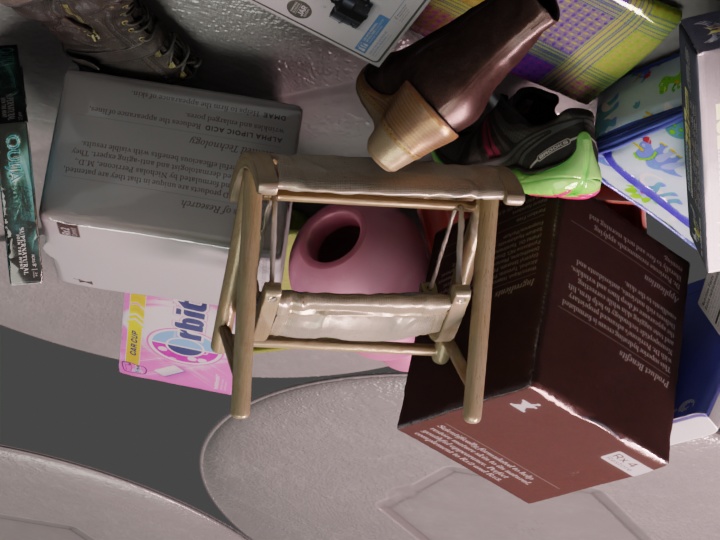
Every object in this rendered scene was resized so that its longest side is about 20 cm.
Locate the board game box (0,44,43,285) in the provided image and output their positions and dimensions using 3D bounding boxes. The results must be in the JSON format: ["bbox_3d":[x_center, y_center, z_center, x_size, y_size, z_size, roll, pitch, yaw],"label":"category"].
[{"bbox_3d":[-0.279,-0.089,1.549,0.028,0.200,0.135,-6,115,-9],"label":"board game box"}]

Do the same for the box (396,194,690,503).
[{"bbox_3d":[0.156,0.061,1.611,0.166,0.200,0.164,32,145,-30],"label":"box"}]

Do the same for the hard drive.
[{"bbox_3d":[0.286,0.076,1.663,0.132,0.200,0.025,-23,116,46],"label":"hard drive"}]

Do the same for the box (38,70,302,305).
[{"bbox_3d":[-0.156,-0.061,1.608,0.200,0.131,0.199,9,164,-2],"label":"box"}]

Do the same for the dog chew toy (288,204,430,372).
[{"bbox_3d":[0.020,0.022,1.711,0.124,0.125,0.200,-5,147,28],"label":"dog chew toy"}]

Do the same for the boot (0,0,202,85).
[{"bbox_3d":[-0.178,-0.203,1.496,0.200,0.069,0.174,-3,154,32],"label":"boot"}]

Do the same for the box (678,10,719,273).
[{"bbox_3d":[0.314,-0.102,1.376,0.157,0.051,0.200,-13,128,-1],"label":"box"}]

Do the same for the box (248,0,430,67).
[{"bbox_3d":[-0.045,-0.236,1.352,0.200,0.060,0.117,27,148,-12],"label":"box"}]

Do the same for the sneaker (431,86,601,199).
[{"bbox_3d":[0.127,-0.104,1.518,0.077,0.084,0.200,4,-175,-33],"label":"sneaker"}]

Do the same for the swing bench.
[{"bbox_3d":[0.000,0.000,1.453,0.199,0.130,0.200,3,112,-14],"label":"swing bench"}]

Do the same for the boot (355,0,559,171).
[{"bbox_3d":[0.076,-0.156,1.389,0.166,0.200,0.072,-42,105,16],"label":"boot"}]

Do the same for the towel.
[{"bbox_3d":[0.121,-0.196,1.423,0.200,0.023,0.144,22,149,-19],"label":"towel"}]

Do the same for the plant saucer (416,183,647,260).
[{"bbox_3d":[0.158,-0.026,1.696,0.199,0.037,0.200,5,150,14],"label":"plant saucer"}]

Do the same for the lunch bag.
[{"bbox_3d":[0.285,-0.085,1.501,0.200,0.083,0.161,34,147,-32],"label":"lunch bag"}]

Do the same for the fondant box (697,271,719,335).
[{"bbox_3d":[0.385,0.060,1.555,0.144,0.200,0.058,-4,129,-19],"label":"fondant box"}]

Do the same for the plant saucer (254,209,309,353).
[{"bbox_3d":[-0.084,0.005,1.833,0.200,0.048,0.200,-8,145,31],"label":"plant saucer"}]

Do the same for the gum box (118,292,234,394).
[{"bbox_3d":[-0.163,0.038,1.801,0.113,0.066,0.200,12,151,-3],"label":"gum box"}]
